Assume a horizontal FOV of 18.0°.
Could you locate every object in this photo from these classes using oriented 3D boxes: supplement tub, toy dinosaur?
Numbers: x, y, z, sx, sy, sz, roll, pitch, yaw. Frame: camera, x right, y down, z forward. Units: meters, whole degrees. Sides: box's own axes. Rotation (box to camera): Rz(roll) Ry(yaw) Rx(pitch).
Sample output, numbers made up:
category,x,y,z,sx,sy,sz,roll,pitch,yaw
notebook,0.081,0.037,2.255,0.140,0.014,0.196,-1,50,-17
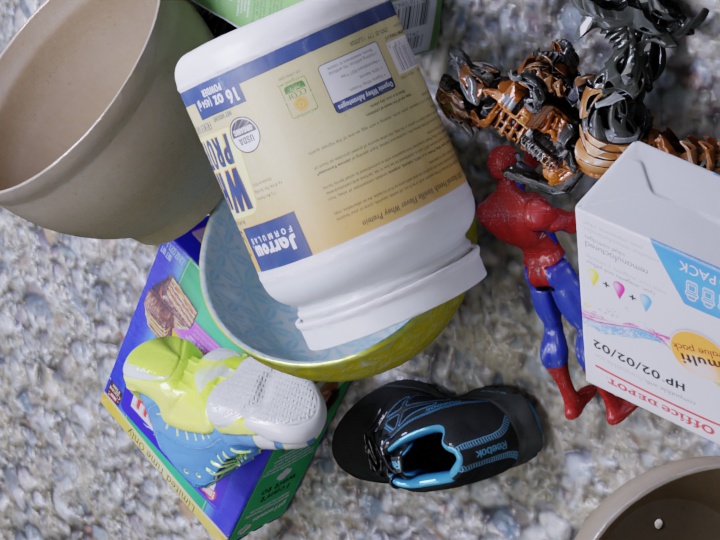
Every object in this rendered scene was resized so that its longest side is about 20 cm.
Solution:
category,x,y,z,sx,sy,sz,roll,pitch,yaw
supplement tub,-0.015,-0.065,1.405,0.144,0.144,0.200,-18,98,50
toy dinosaur,0.150,-0.105,1.377,0.102,0.200,0.136,-99,22,-70

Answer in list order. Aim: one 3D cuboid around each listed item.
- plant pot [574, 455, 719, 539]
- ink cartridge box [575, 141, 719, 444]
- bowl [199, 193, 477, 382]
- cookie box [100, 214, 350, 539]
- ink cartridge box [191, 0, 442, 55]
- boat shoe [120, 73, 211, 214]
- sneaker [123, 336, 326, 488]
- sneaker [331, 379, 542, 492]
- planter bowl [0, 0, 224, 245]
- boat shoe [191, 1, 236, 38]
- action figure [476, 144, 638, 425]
category,x,y,z,sx,sy,sz,roll,pitch,yaw
plant pot,0.208,0.200,1.397,0.134,0.200,0.201,-129,27,-79
ink cartridge box,0.195,0.031,1.345,0.115,0.068,0.200,26,147,28
bowl,0.000,0.000,1.566,0.200,0.200,0.108,31,168,36
cookie box,-0.103,0.084,1.757,0.171,0.075,0.200,46,135,23
ink cartridge box,-0.048,-0.203,1.557,0.200,0.104,0.059,33,127,36
boat shoe,-0.125,-0.113,1.706,0.200,0.065,0.071,48,150,-5
sneaker,-0.089,0.114,1.657,0.200,0.076,0.105,20,134,46
sneaker,0.035,0.120,1.613,0.200,0.082,0.073,-14,97,51
planter bowl,-0.164,-0.101,1.584,0.200,0.200,0.135,-3,146,49
boat shoe,-0.085,-0.179,1.644,0.200,0.057,0.069,28,125,38
action figure,0.137,-0.009,1.471,0.065,0.099,0.200,3,129,44
